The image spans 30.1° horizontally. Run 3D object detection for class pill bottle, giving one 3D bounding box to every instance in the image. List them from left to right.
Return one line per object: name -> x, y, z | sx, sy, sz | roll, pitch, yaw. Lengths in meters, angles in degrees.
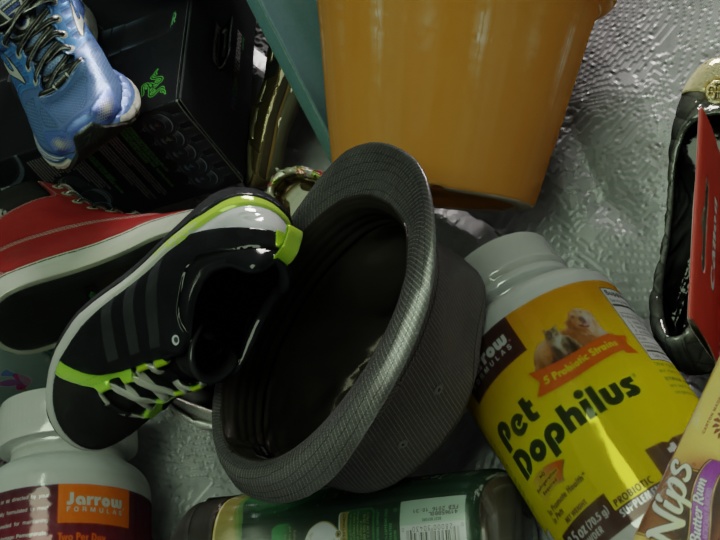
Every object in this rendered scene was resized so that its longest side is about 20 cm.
pill bottle -> -0.187, 0.182, 0.849 | 0.109, 0.110, 0.200 | -14, 64, 21
pill bottle -> 0.122, 0.076, 0.739 | 0.109, 0.109, 0.200 | -37, 58, 8

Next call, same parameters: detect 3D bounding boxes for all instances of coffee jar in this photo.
coffee jar -> -0.006, 0.165, 0.767 | 0.200, 0.104, 0.085 | -9, 80, 24

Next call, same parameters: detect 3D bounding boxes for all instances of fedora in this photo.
fedora -> 0.005, 0.041, 0.723 | 0.177, 0.090, 0.200 | 23, 86, 59

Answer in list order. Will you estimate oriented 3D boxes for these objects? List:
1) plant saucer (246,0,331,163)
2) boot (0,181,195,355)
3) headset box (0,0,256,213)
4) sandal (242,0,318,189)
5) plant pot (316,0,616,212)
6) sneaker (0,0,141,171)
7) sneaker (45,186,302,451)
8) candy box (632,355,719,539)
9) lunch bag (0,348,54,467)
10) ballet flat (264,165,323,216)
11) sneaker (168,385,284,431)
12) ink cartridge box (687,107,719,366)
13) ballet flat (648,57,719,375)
plant saucer -> -0.034, -0.153, 0.875 | 0.019, 0.200, 0.070 | -15, 17, 43
boot -> -0.154, -0.028, 0.874 | 0.200, 0.073, 0.144 | -14, 36, -13
headset box -> -0.173, -0.131, 0.964 | 0.200, 0.093, 0.174 | -15, 51, 21
sandal -> -0.035, -0.149, 0.941 | 0.080, 0.054, 0.200 | -159, 84, -74
plant pot -> 0.055, -0.134, 0.826 | 0.200, 0.200, 0.184 | 6, 88, 28
sneaker -> -0.207, -0.141, 0.867 | 0.079, 0.089, 0.200 | -37, 47, 3
sneaker -> -0.106, 0.038, 0.732 | 0.200, 0.072, 0.083 | -49, 34, 20
candy box -> 0.200, 0.118, 0.627 | 0.056, 0.200, 0.117 | 22, 81, 35
lunch bag -> -0.290, 0.072, 0.893 | 0.160, 0.200, 0.077 | -42, 54, 8
ballet flat -> 0.000, 0.000, 0.859 | 0.076, 0.064, 0.200 | -48, 57, -1
sneaker -> -0.102, 0.057, 0.856 | 0.200, 0.116, 0.074 | 22, 82, 33
ink cartridge box -> 0.210, 0.007, 0.668 | 0.050, 0.200, 0.109 | -2, 69, 26
ballet flat -> 0.206, -0.037, 0.775 | 0.066, 0.057, 0.200 | 0, 69, 26
